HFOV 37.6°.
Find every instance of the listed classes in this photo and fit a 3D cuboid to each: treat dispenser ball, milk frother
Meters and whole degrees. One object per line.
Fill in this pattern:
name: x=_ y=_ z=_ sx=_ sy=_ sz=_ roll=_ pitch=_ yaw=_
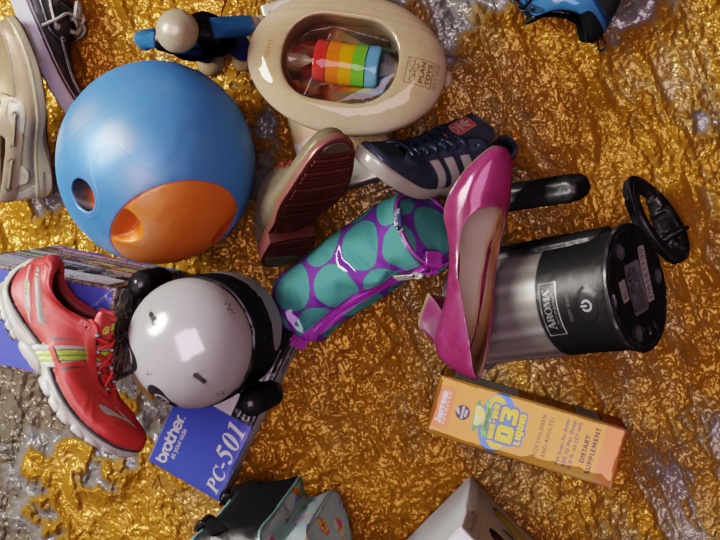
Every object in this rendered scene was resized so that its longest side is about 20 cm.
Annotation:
treat dispenser ball: x=-0.205 y=-0.108 z=1.065 sx=0.197 sy=0.201 sz=0.204 roll=1 pitch=94 yaw=9
milk frother: x=0.210 y=0.000 z=1.050 sx=0.186 sy=0.198 sz=0.184 roll=-10 pitch=79 yaw=41

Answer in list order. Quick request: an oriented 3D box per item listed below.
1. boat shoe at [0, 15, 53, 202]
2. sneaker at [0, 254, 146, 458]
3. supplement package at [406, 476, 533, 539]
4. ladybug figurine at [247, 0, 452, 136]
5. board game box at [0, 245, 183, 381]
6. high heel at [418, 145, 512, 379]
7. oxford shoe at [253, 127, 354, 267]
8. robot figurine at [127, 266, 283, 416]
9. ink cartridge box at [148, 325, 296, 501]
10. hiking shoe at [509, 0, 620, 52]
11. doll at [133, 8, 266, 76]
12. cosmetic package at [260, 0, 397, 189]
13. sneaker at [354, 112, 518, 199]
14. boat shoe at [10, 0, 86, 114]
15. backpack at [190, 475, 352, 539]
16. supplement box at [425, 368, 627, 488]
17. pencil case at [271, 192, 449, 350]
boat shoe: x=-0.369 y=-0.165 z=1.117 sx=0.064 sy=0.072 sz=0.203 roll=-13 pitch=125 yaw=-25
sneaker: x=-0.247 y=0.075 z=0.947 sx=0.084 sy=0.077 sz=0.201 roll=-35 pitch=90 yaw=5
supplement package: x=0.127 y=0.345 z=1.048 sx=0.200 sy=0.191 sz=0.147 roll=44 pitch=98 yaw=3
ladybug figurine: x=-0.009 y=-0.192 z=1.015 sx=0.197 sy=0.072 sz=0.138 roll=13 pitch=85 yaw=9
board game box: x=-0.293 y=0.041 z=1.089 sx=0.157 sy=0.200 sz=0.098 roll=11 pitch=96 yaw=8
high heel: x=0.110 y=-0.006 z=0.956 sx=0.067 sy=0.096 sz=0.202 roll=10 pitch=110 yaw=-34
oxford shoe: x=-0.066 y=-0.083 z=1.029 sx=0.200 sy=0.070 sz=0.076 roll=-52 pitch=53 yaw=48
robot figurine: x=-0.148 y=0.066 z=1.024 sx=0.148 sy=0.200 sz=0.127 roll=6 pitch=94 yaw=10
ink cartridge box: x=-0.146 y=0.137 z=1.151 sx=0.093 sy=0.044 sz=0.202 roll=26 pitch=98 yaw=8
hiking shoe: x=0.168 y=-0.294 z=1.055 sx=0.198 sy=0.074 sz=0.088 roll=23 pitch=96 yaw=7
doll: x=-0.154 y=-0.230 z=1.048 sx=0.134 sy=0.200 sz=0.049 roll=-7 pitch=93 yaw=10
cosmetic package: x=-0.027 y=-0.185 z=1.096 sx=0.104 sy=0.071 sz=0.203 roll=-15 pitch=92 yaw=10
sneaker: x=0.079 y=-0.117 z=1.030 sx=0.075 sy=0.198 sz=0.085 roll=45 pitch=116 yaw=36
boat shoe: x=-0.332 y=-0.271 z=1.141 sx=0.067 sy=0.074 sz=0.202 roll=-22 pitch=97 yaw=-10
backpack: x=-0.076 y=0.332 z=1.089 sx=0.151 sy=0.176 sz=0.203 roll=-7 pitch=99 yaw=12
supplement box: x=0.169 y=0.161 z=1.092 sx=0.197 sy=0.069 sz=0.068 roll=15 pitch=94 yaw=10
pencil case: x=0.000 y=0.000 z=1.064 sx=0.199 sy=0.084 sz=0.094 roll=-33 pitch=47 yaw=37
